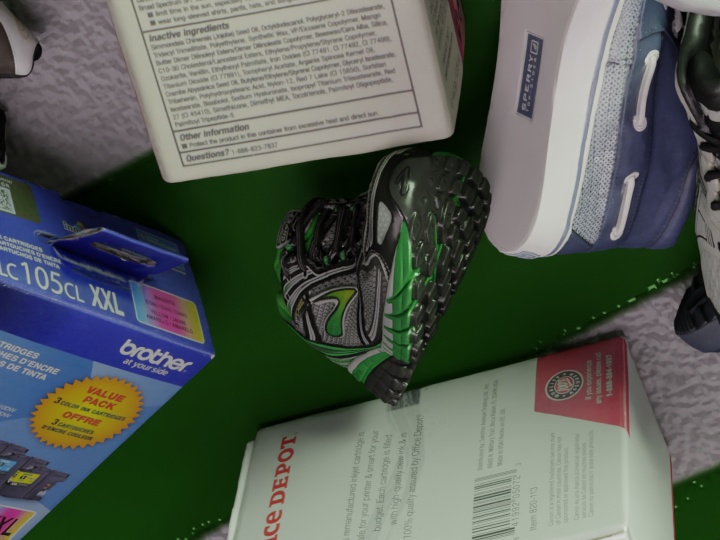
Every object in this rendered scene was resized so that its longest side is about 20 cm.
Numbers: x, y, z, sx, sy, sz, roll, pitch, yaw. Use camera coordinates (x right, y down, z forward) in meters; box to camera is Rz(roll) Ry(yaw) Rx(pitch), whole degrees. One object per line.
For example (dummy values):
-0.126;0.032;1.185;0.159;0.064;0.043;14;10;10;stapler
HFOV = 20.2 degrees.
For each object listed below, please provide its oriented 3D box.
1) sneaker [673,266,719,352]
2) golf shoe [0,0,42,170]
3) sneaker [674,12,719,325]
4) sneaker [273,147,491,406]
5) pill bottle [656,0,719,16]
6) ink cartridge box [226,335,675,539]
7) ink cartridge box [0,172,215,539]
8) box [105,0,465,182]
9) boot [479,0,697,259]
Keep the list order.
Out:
0.233;-0.010;0.894;0.200;0.070;0.082;-37;110;27;sneaker
-0.214;-0.048;0.917;0.094;0.078;0.201;27;123;-11;golf shoe
0.156;-0.056;0.821;0.075;0.087;0.202;1;95;36;sneaker
0.000;0.000;0.880;0.085;0.078;0.200;27;157;2;sneaker
0.109;-0.185;0.710;0.111;0.201;0.113;-6;130;-8;pill bottle
0.043;0.125;0.955;0.198;0.147;0.083;-16;121;17;ink cartridge box
-0.163;0.035;0.935;0.136;0.077;0.200;21;125;-41;ink cartridge box
-0.039;-0.154;0.809;0.127;0.109;0.201;-8;121;12;box
0.111;-0.103;0.860;0.090;0.073;0.202;-2;116;-28;boot
